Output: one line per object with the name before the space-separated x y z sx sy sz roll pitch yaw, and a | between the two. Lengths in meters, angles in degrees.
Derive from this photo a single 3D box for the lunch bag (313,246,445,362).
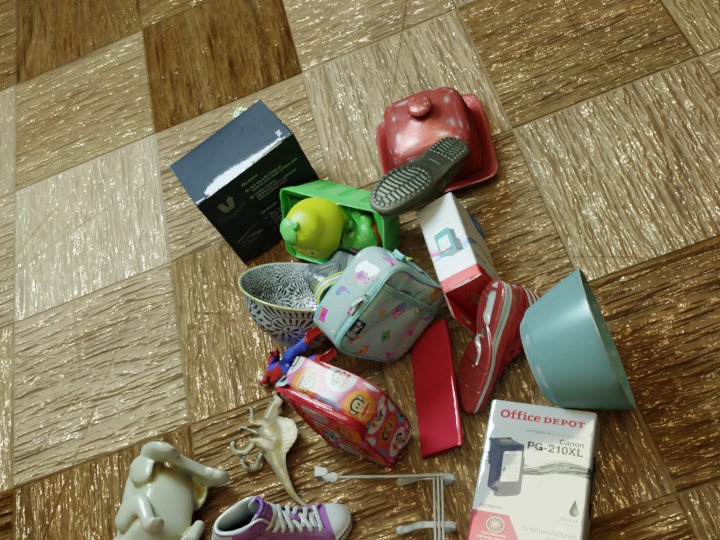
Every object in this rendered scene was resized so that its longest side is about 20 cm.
lunch bag | 0.034 0.051 1.207 0.160 0.200 0.077 -50 59 11

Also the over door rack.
over door rack | 0.031 0.350 1.132 0.200 0.067 0.148 3 61 -2

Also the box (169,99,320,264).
box | -0.185 -0.150 1.429 0.197 0.200 0.117 -37 56 -4

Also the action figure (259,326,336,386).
action figure | -0.109 0.144 1.264 0.052 0.200 0.065 -30 85 -36

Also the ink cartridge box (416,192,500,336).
ink cartridge box | 0.161 -0.005 1.264 0.067 0.116 0.200 -28 55 19

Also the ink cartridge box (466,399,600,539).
ink cartridge box | 0.233 0.284 1.096 0.145 0.084 0.200 4 63 21

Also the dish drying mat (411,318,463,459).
dish drying mat | 0.113 0.174 1.231 0.077 0.018 0.200 -27 53 34

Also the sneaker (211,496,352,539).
sneaker | -0.104 0.348 1.133 0.200 0.114 0.073 -13 43 -18

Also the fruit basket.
fruit basket | -0.052 -0.060 1.334 0.215 0.156 0.216 -3 34 2

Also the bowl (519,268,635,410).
bowl | 0.285 0.107 1.118 0.105 0.201 0.201 -21 56 17

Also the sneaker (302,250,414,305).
sneaker | 0.000 0.000 1.261 0.200 0.074 0.081 -11 46 -41

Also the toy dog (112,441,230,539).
toy dog | -0.314 0.372 1.203 0.194 0.140 0.200 -15 46 37

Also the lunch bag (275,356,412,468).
lunch bag | -0.030 0.196 1.173 0.176 0.200 0.082 19 68 31

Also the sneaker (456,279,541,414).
sneaker | 0.219 0.120 1.203 0.078 0.115 0.200 40 116 63

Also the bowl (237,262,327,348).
bowl | -0.097 0.065 1.317 0.201 0.094 0.201 6 21 -2

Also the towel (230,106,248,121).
towel | -0.238 -0.235 1.607 0.086 0.018 0.200 6 64 24

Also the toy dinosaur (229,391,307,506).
toy dinosaur | -0.141 0.268 1.257 0.101 0.058 0.200 -18 57 8

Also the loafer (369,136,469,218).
loafer | 0.097 -0.135 1.295 0.200 0.067 0.076 -35 53 -24

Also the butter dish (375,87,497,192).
butter dish | 0.114 -0.238 1.403 0.200 0.148 0.200 -15 58 11
